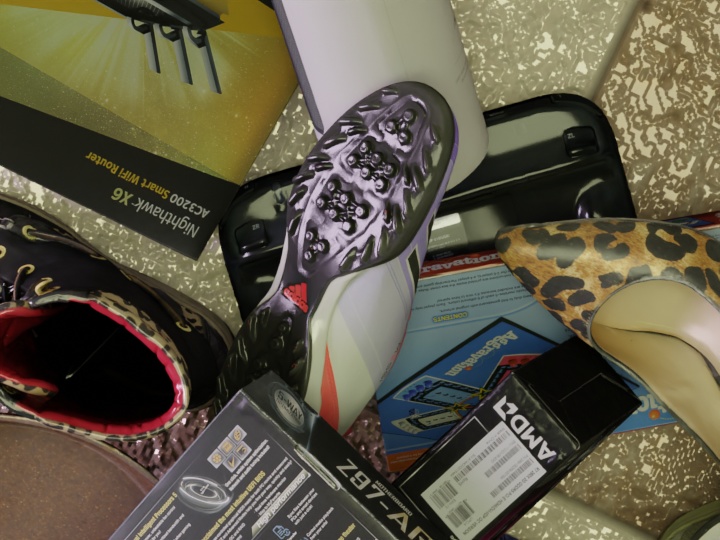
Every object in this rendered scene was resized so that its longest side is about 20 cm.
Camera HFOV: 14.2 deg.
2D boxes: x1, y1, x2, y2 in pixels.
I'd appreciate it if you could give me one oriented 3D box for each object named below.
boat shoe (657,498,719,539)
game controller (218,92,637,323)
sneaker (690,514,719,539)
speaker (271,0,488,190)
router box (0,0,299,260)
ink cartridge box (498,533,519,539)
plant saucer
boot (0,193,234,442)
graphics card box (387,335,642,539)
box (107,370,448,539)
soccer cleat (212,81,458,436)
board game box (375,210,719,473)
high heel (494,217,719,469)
[{"bbox_3d":[0.236,0.115,1.403,0.200,0.063,0.073,-23,96,4],"label":"boat shoe"},{"bbox_3d":[0.034,-0.015,1.409,0.199,0.042,0.105,-16,111,3],"label":"game controller"},{"bbox_3d":[0.231,0.190,1.365,0.066,0.091,0.200,-43,127,13],"label":"sneaker"},{"bbox_3d":[-0.001,-0.128,1.317,0.081,0.081,0.200,-17,127,3],"label":"speaker"},{"bbox_3d":[-0.123,-0.116,1.343,0.200,0.052,0.158,26,97,-32],"label":"router box"},{"bbox_3d":[0.104,0.213,1.430,0.200,0.042,0.120,27,96,-1],"label":"ink cartridge box"},{"bbox_3d":[-0.164,0.141,1.375,0.200,0.037,0.201,2,122,3],"label":"plant saucer"},{"bbox_3d":[-0.155,0.020,1.354,0.200,0.151,0.073,27,96,-1],"label":"boot"},{"bbox_3d":[0.034,0.118,1.354,0.051,0.125,0.200,47,108,8],"label":"graphics card box"},{"bbox_3d":[-0.051,0.172,1.299,0.160,0.044,0.200,43,108,6],"label":"box"},{"bbox_3d":[0.000,0.000,1.334,0.068,0.073,0.200,40,117,32],"label":"soccer cleat"},{"bbox_3d":[0.103,0.033,1.400,0.199,0.019,0.103,-10,113,0],"label":"board game box"},{"bbox_3d":[0.149,0.054,1.321,0.199,0.143,0.071,22,132,-15],"label":"high heel"}]
